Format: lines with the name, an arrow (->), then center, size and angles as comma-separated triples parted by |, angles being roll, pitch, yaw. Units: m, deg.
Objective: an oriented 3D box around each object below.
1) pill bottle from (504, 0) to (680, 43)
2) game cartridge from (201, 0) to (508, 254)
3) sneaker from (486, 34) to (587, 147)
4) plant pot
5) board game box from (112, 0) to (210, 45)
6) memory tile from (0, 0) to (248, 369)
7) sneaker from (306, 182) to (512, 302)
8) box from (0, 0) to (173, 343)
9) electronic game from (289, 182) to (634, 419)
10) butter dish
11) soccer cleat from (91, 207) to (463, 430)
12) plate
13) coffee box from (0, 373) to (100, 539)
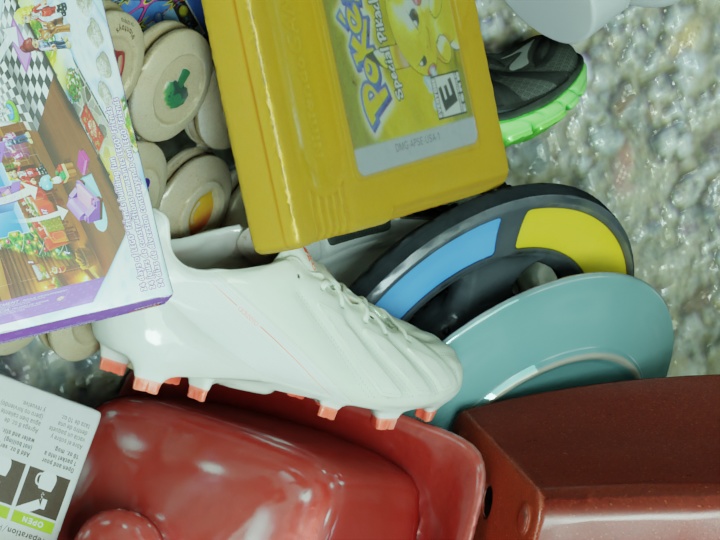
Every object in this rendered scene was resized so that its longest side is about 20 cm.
pill bottle -> 0.154, -0.200, 1.447 | 0.200, 0.111, 0.112 | -39, 114, -23
game cartridge -> -0.004, -0.108, 1.269 | 0.200, 0.032, 0.177 | -20, 99, -62
sneaker -> 0.031, -0.091, 1.403 | 0.200, 0.077, 0.084 | -16, 92, -39
plant pot -> 0.127, 0.154, 1.320 | 0.176, 0.200, 0.201 | 10, 102, -16
board game box -> -0.097, -0.126, 1.224 | 0.200, 0.019, 0.103 | -40, 117, -36
memory tile -> -0.085, -0.030, 1.239 | 0.200, 0.017, 0.154 | 7, 107, -59
sneaker -> 0.000, 0.000, 1.407 | 0.199, 0.074, 0.080 | -11, 116, -27
box -> -0.161, -0.069, 1.115 | 0.136, 0.039, 0.201 | -13, 86, -11
electronic game -> 0.049, 0.042, 1.401 | 0.200, 0.042, 0.200 | -26, 141, -23
butter dish -> -0.075, 0.134, 1.273 | 0.148, 0.199, 0.201 | 29, 79, -61
soccer cleat -> -0.026, 0.020, 1.257 | 0.200, 0.069, 0.078 | 10, 100, -41
plate -> 0.075, 0.084, 1.414 | 0.200, 0.026, 0.201 | -26, 143, -21
coffee box -> -0.200, 0.136, 1.262 | 0.080, 0.113, 0.201 | 23, 83, -31
